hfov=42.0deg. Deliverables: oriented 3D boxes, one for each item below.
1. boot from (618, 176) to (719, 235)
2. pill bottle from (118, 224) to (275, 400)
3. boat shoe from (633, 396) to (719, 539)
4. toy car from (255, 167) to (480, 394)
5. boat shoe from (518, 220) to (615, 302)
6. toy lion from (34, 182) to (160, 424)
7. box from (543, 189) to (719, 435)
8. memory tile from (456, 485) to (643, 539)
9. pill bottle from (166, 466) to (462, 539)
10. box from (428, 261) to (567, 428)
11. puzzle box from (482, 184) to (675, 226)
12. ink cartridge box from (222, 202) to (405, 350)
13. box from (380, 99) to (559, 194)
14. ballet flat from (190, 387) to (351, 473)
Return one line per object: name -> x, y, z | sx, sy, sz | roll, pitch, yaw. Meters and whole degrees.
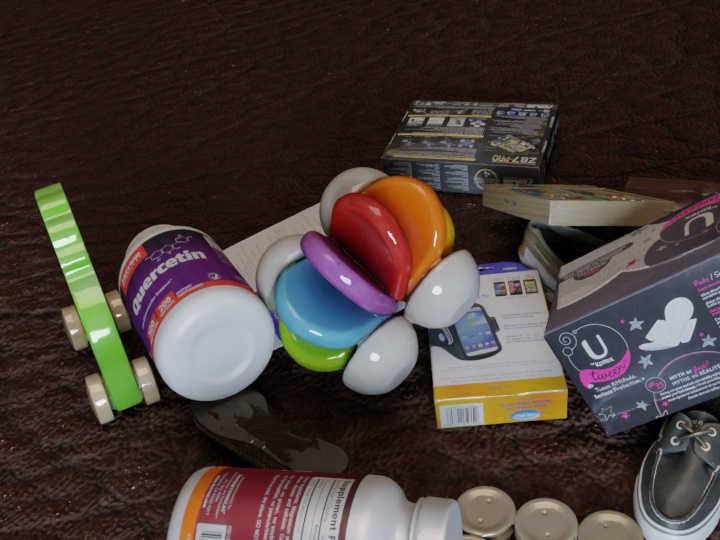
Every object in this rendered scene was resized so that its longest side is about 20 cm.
boot -> 0.383, -0.097, 1.052 | 0.198, 0.065, 0.187 | 0, 35, 20
pill bottle -> -0.166, 0.030, 0.902 | 0.112, 0.113, 0.200 | -22, 34, -18
boat shoe -> 0.271, 0.136, 0.762 | 0.068, 0.057, 0.200 | 14, 42, 27
toy car -> 0.000, 0.000, 0.844 | 0.200, 0.150, 0.175 | -46, 72, -4
boat shoe -> 0.238, 0.009, 0.927 | 0.199, 0.069, 0.075 | 26, 48, 37
toy lion -> -0.268, 0.018, 0.916 | 0.068, 0.193, 0.200 | -21, 38, -16
box -> 0.269, 0.025, 0.777 | 0.199, 0.115, 0.132 | -27, 16, 28
memory tile -> 0.121, 0.247, 0.680 | 0.152, 0.017, 0.201 | 6, 40, 19
pill bottle -> -0.030, 0.204, 0.680 | 0.198, 0.114, 0.113 | 0, 37, 16
box -> 0.125, 0.064, 0.905 | 0.118, 0.042, 0.201 | -5, 34, 5
puzzle box -> 0.221, -0.070, 0.983 | 0.132, 0.026, 0.200 | 0, 10, -12
ink cartridge box -> -0.062, 0.011, 1.003 | 0.199, 0.044, 0.198 | -26, 39, -12
box -> 0.142, -0.160, 1.190 | 0.198, 0.049, 0.162 | 5, 37, 18
ballet flat -> -0.081, 0.154, 0.829 | 0.199, 0.047, 0.067 | 20, 42, 40
